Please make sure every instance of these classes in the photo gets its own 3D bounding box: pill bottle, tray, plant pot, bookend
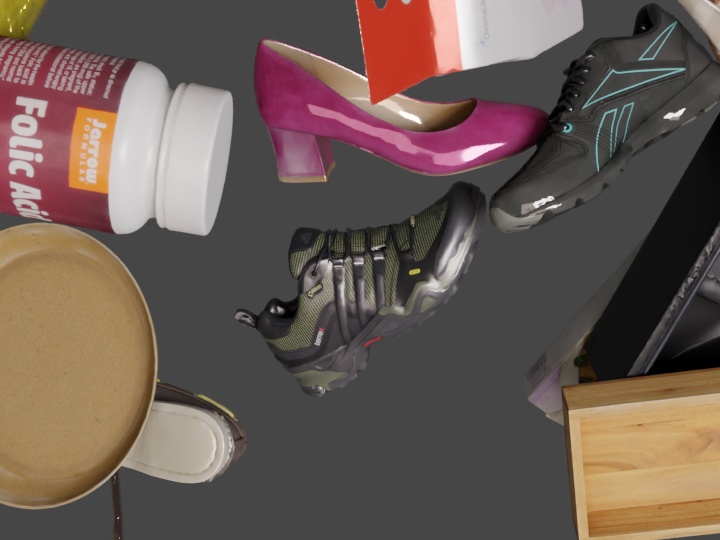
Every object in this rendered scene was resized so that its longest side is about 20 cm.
[{"bbox_3d":[-0.189,-0.087,0.685,0.196,0.114,0.116,10,111,-1],"label":"pill bottle"},{"bbox_3d":[0.229,0.110,0.645,0.196,0.037,0.100,-8,111,4],"label":"tray"},{"bbox_3d":[-0.230,0.068,0.754,0.197,0.027,0.204,-2,85,17],"label":"plant pot"},{"bbox_3d":[0.285,0.026,0.680,0.198,0.092,0.201,24,109,-8],"label":"bookend"}]

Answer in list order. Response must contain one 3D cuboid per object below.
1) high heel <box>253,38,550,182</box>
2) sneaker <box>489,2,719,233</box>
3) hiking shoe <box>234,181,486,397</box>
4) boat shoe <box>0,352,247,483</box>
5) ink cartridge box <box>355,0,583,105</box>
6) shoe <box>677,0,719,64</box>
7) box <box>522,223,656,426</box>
[{"bbox_3d":[0.027,-0.117,0.695,0.196,0.068,0.097,-2,117,15],"label":"high heel"},{"bbox_3d":[0.149,-0.098,0.671,0.199,0.075,0.080,-37,96,-21],"label":"sneaker"},{"bbox_3d":[0.000,0.000,0.733,0.100,0.076,0.200,40,108,-16],"label":"hiking shoe"},{"bbox_3d":[-0.180,0.108,0.781,0.197,0.059,0.073,13,91,17],"label":"boat shoe"},{"bbox_3d":[0.066,-0.198,0.596,0.056,0.200,0.165,4,115,30],"label":"ink cartridge box"},{"bbox_3d":[0.209,-0.207,0.643,0.070,0.053,0.201,-37,92,6],"label":"shoe"},{"bbox_3d":[0.195,0.025,0.755,0.038,0.042,0.201,34,107,-12],"label":"box"}]
